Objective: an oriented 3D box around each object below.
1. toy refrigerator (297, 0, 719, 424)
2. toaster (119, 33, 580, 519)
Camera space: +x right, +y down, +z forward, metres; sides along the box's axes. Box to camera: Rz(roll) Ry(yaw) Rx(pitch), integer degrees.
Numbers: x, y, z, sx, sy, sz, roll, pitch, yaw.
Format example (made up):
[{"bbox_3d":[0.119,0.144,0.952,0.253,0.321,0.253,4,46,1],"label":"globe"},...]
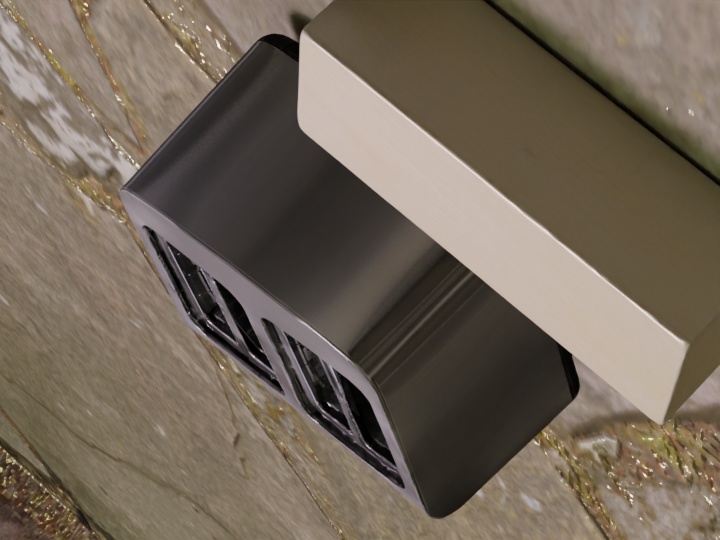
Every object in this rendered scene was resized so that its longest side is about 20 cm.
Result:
[{"bbox_3d":[0.070,-0.038,1.062,0.200,0.070,0.076,39,158,17],"label":"toy refrigerator"},{"bbox_3d":[0.000,0.000,1.250,0.180,0.119,0.200,36,163,28],"label":"toaster"}]
